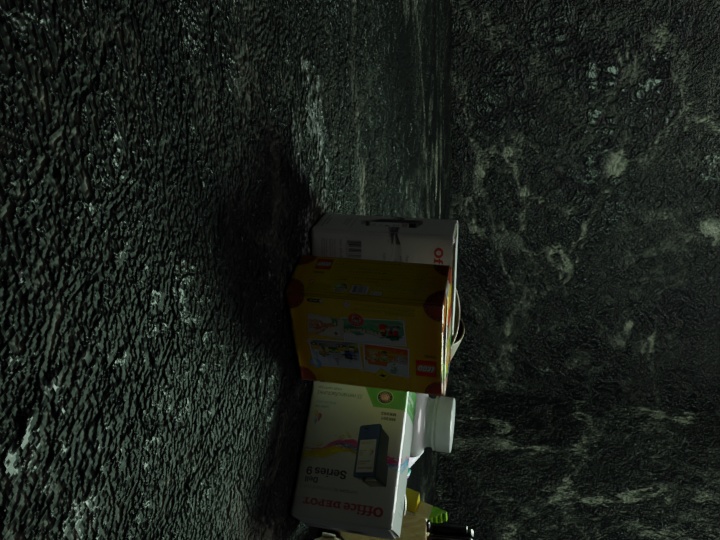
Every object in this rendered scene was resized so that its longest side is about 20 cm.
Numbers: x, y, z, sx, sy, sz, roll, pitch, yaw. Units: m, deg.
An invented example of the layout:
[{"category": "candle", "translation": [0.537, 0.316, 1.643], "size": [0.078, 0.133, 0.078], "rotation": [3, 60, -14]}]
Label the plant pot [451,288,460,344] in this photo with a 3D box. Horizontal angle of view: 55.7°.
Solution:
[{"category": "plant pot", "translation": [0.047, 0.067, 1.125], "size": [0.134, 0.195, 0.207], "rotation": [-169, -99, -66]}]

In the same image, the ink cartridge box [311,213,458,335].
[{"category": "ink cartridge box", "translation": [0.037, 0.006, 0.945], "size": [0.083, 0.194, 0.151], "rotation": [-58, 150, -66]}]

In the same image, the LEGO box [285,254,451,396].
[{"category": "LEGO box", "translation": [0.015, 0.069, 0.861], "size": [0.078, 0.194, 0.152], "rotation": [-70, 160, -51]}]

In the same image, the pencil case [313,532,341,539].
[{"category": "pencil case", "translation": [-0.038, 0.464, 1.025], "size": [0.202, 0.075, 0.091], "rotation": [79, 7, -51]}]

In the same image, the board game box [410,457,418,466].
[{"category": "board game box", "translation": [0.058, 0.357, 1.351], "size": [0.199, 0.032, 0.124], "rotation": [-30, 114, -51]}]

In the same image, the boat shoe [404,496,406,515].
[{"category": "boat shoe", "translation": [0.020, 0.322, 1.139], "size": [0.060, 0.072, 0.204], "rotation": [61, 9, -68]}]

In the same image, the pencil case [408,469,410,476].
[{"category": "pencil case", "translation": [0.044, 0.284, 1.258], "size": [0.085, 0.090, 0.206], "rotation": [-31, -123, 54]}]

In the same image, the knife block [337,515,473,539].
[{"category": "knife block", "translation": [0.074, 0.415, 1.068], "size": [0.174, 0.200, 0.065], "rotation": [-36, 149, -16]}]

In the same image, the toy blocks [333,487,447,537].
[{"category": "toy blocks", "translation": [0.033, 0.445, 1.156], "size": [0.138, 0.195, 0.102], "rotation": [-55, 149, -39]}]

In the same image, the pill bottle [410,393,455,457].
[{"category": "pill bottle", "translation": [0.049, 0.232, 1.073], "size": [0.111, 0.194, 0.115], "rotation": [4, 90, -78]}]

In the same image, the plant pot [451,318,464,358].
[{"category": "plant pot", "translation": [0.117, 0.191, 1.512], "size": [0.188, 0.182, 0.204], "rotation": [-65, 170, -59]}]

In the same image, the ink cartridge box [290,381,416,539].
[{"category": "ink cartridge box", "translation": [-0.005, 0.254, 0.951], "size": [0.088, 0.141, 0.205], "rotation": [66, 31, -62]}]
